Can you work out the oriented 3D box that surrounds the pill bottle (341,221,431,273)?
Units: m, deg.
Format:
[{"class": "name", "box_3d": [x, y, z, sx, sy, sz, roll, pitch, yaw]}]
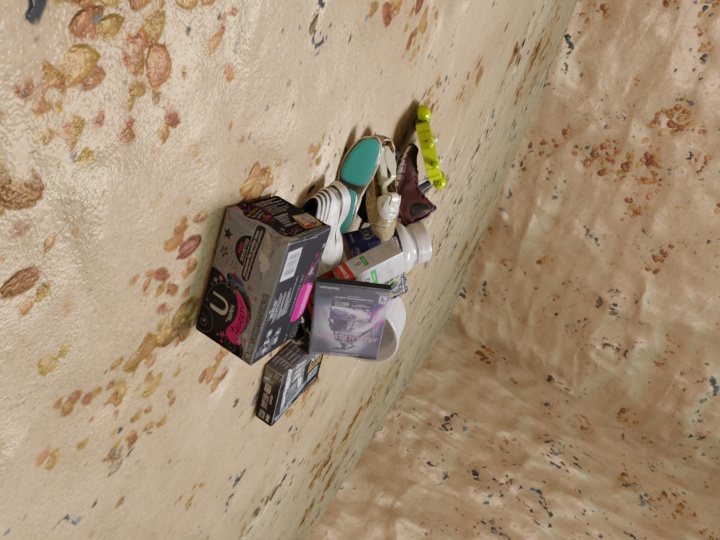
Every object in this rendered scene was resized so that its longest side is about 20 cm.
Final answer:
[{"class": "pill bottle", "box_3d": [0.042, -0.038, 1.259, 0.195, 0.113, 0.112, -14, 148, -12]}]

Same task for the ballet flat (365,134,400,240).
[{"class": "ballet flat", "box_3d": [0.045, -0.160, 1.168, 0.069, 0.065, 0.205, -12, 96, -31]}]

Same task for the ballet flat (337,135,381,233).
[{"class": "ballet flat", "box_3d": [-0.017, -0.168, 1.152, 0.063, 0.066, 0.203, -94, -153, -65]}]

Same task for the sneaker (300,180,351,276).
[{"class": "sneaker", "box_3d": [-0.087, -0.058, 1.096, 0.114, 0.075, 0.204, -29, 142, -42]}]

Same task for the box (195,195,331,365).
[{"class": "box", "box_3d": [-0.146, 0.010, 0.902, 0.132, 0.113, 0.204, -29, 143, -61]}]

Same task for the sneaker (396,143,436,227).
[{"class": "sneaker", "box_3d": [0.123, -0.177, 1.346, 0.076, 0.113, 0.204, 90, 21, -71]}]

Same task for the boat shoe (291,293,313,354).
[{"class": "boat shoe", "box_3d": [-0.123, 0.111, 1.223, 0.061, 0.073, 0.202, -50, 158, -35]}]

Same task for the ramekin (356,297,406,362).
[{"class": "ramekin", "box_3d": [0.014, 0.113, 1.455, 0.098, 0.197, 0.203, -57, 166, -44]}]

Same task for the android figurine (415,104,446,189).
[{"class": "android figurine", "box_3d": [0.155, -0.273, 1.358, 0.201, 0.040, 0.186, -78, 153, -71]}]

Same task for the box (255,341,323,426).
[{"class": "box", "box_3d": [-0.150, 0.227, 1.369, 0.200, 0.049, 0.160, -41, 154, -53]}]

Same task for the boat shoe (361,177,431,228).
[{"class": "boat shoe", "box_3d": [0.094, -0.137, 1.414, 0.199, 0.061, 0.076, -39, 176, -1]}]

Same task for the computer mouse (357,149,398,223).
[{"class": "computer mouse", "box_3d": [0.025, -0.169, 1.286, 0.201, 0.052, 0.141, -61, 169, -57]}]

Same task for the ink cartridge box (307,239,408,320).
[{"class": "ink cartridge box", "box_3d": [-0.006, 0.034, 1.164, 0.197, 0.050, 0.110, -27, 135, -15]}]

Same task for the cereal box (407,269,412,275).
[{"class": "cereal box", "box_3d": [0.075, -0.046, 1.530, 0.141, 0.040, 0.202, -15, 144, -18]}]

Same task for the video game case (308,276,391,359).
[{"class": "video game case", "box_3d": [-0.024, 0.096, 1.161, 0.019, 0.139, 0.203, -88, -175, -47]}]
